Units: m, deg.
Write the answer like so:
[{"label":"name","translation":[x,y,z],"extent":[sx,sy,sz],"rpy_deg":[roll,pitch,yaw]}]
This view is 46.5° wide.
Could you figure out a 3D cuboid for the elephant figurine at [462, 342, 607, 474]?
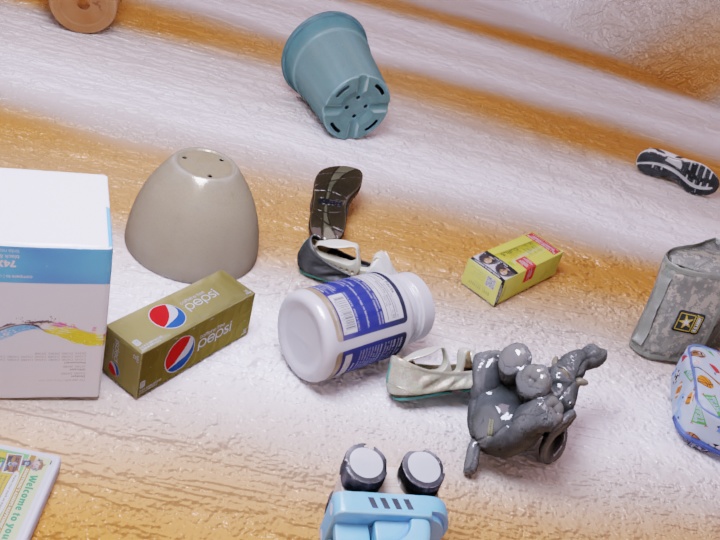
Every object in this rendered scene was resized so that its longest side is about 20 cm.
[{"label":"elephant figurine","translation":[0.224,0.170,1.055],"extent":[0.198,0.153,0.145],"rpy_deg":[18,57,-53]}]

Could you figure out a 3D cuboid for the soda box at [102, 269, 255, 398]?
[{"label":"soda box","translation":[-0.218,0.072,1.025],"extent":[0.063,0.069,0.199],"rpy_deg":[30,34,21]}]

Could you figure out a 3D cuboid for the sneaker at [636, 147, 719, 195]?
[{"label":"sneaker","translation":[0.756,-0.244,1.989],"extent":[0.197,0.075,0.080],"rpy_deg":[27,31,13]}]

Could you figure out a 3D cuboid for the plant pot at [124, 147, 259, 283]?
[{"label":"plant pot","translation":[-0.232,-0.095,1.209],"extent":[0.195,0.137,0.202],"rpy_deg":[13,32,-8]}]

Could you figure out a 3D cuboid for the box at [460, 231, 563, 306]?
[{"label":"box","translation":[0.255,-0.006,1.397],"extent":[0.075,0.051,0.198],"rpy_deg":[37,36,30]}]

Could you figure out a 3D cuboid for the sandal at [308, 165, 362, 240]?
[{"label":"sandal","translation":[-0.045,-0.105,1.403],"extent":[0.080,0.055,0.203],"rpy_deg":[10,47,-1]}]

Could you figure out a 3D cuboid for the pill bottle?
[{"label":"pill bottle","translation":[-0.001,0.066,1.098],"extent":[0.197,0.118,0.116],"rpy_deg":[-12,42,-40]}]

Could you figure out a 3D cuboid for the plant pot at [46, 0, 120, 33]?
[{"label":"plant pot","translation":[-0.584,-0.600,1.765],"extent":[0.195,0.202,0.142],"rpy_deg":[3,50,-22]}]

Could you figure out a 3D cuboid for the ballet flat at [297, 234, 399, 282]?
[{"label":"ballet flat","translation":[0.000,0.000,1.243],"extent":[0.196,0.070,0.068],"rpy_deg":[19,31,1]}]

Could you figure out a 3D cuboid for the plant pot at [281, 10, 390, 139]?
[{"label":"plant pot","translation":[-0.040,-0.387,1.709],"extent":[0.196,0.203,0.198],"rpy_deg":[-2,44,-29]}]

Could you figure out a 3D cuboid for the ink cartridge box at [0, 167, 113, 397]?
[{"label":"ink cartridge box","translation":[-0.352,0.016,0.917],"extent":[0.143,0.204,0.148],"rpy_deg":[2,34,-21]}]

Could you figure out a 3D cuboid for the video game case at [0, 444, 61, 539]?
[{"label":"video game case","translation":[-0.387,0.227,0.750],"extent":[0.178,0.022,0.202],"rpy_deg":[13,32,-7]}]

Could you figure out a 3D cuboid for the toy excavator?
[{"label":"toy excavator","translation":[0.001,0.280,0.807],"extent":[0.190,0.101,0.203],"rpy_deg":[7,42,-15]}]

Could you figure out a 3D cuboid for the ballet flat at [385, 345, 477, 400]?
[{"label":"ballet flat","translation":[0.124,0.130,1.099],"extent":[0.196,0.064,0.067],"rpy_deg":[-2,4,-29]}]

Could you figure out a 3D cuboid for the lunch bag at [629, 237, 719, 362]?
[{"label":"lunch bag","translation":[0.524,0.052,1.335],"extent":[0.197,0.167,0.117],"rpy_deg":[-10,37,-36]}]

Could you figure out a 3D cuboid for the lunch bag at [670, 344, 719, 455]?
[{"label":"lunch bag","translation":[0.530,0.199,1.204],"extent":[0.157,0.077,0.201],"rpy_deg":[24,31,5]}]
